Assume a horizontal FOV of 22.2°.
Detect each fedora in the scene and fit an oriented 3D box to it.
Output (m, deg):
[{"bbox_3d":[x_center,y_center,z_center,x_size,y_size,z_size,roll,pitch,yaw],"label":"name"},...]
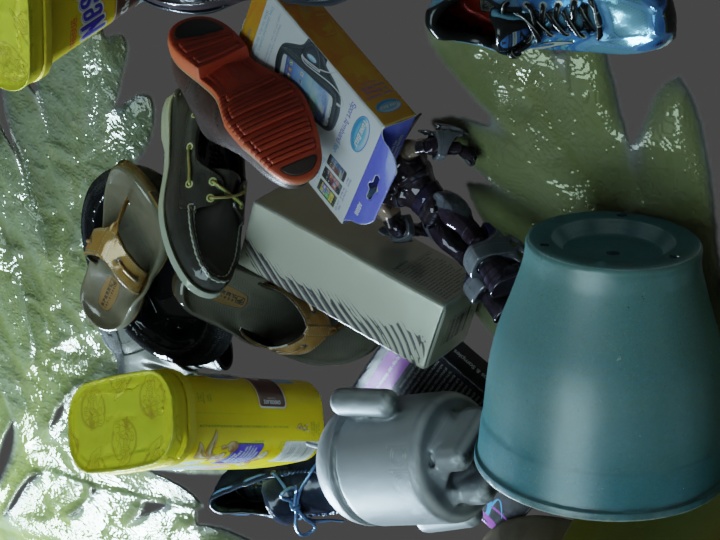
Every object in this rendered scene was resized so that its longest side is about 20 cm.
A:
[{"bbox_3d":[-0.167,-0.016,1.705,0.200,0.091,0.202,21,127,30],"label":"fedora"}]

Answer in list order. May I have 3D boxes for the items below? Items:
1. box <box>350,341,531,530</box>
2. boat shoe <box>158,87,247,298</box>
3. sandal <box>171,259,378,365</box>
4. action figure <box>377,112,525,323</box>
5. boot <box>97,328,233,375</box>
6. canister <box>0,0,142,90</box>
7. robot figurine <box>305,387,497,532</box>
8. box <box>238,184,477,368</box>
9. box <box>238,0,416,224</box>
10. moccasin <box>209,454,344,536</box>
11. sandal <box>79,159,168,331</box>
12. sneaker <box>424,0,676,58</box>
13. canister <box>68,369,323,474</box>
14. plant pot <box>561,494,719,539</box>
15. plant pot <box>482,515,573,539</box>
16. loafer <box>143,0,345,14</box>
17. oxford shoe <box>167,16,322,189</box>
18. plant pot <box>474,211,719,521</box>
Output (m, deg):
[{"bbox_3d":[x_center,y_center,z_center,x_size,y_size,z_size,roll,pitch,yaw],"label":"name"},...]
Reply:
[{"bbox_3d":[0.090,0.137,1.652,0.200,0.036,0.143,42,140,8],"label":"box"},{"bbox_3d":[-0.131,-0.077,1.582,0.060,0.071,0.202,-30,58,40],"label":"boat shoe"},{"bbox_3d":[-0.069,0.037,1.618,0.199,0.055,0.082,21,102,-21],"label":"sandal"},{"bbox_3d":[0.066,-0.048,1.506,0.200,0.069,0.130,49,148,20],"label":"action figure"},{"bbox_3d":[-0.181,0.096,1.831,0.130,0.068,0.201,-1,121,34],"label":"boot"},{"bbox_3d":[-0.236,-0.257,1.496,0.086,0.200,0.149,26,135,22],"label":"canister"},{"bbox_3d":[0.040,0.165,1.603,0.199,0.113,0.170,-10,121,45],"label":"robot figurine"},{"bbox_3d":[0.000,0.000,1.578,0.199,0.082,0.069,29,121,21],"label":"box"},{"bbox_3d":[-0.029,-0.134,1.499,0.200,0.041,0.119,50,142,21],"label":"box"},{"bbox_3d":[-0.069,0.228,1.832,0.199,0.068,0.081,-13,112,45],"label":"moccasin"},{"bbox_3d":[-0.220,-0.011,1.645,0.080,0.054,0.201,40,134,14],"label":"sandal"},{"bbox_3d":[0.134,-0.179,1.327,0.199,0.090,0.079,8,126,35],"label":"sneaker"},{"bbox_3d":[-0.151,0.144,1.720,0.148,0.199,0.087,-13,77,41],"label":"canister"},{"bbox_3d":[0.290,0.259,1.471,0.176,0.200,0.201,-20,107,35],"label":"plant pot"},{"bbox_3d":[0.164,0.347,1.625,0.199,0.174,0.201,18,136,18],"label":"plant pot"},{"bbox_3d":[-0.099,-0.246,1.457,0.199,0.072,0.063,2,168,20],"label":"loafer"},{"bbox_3d":[-0.092,-0.126,1.505,0.200,0.071,0.073,53,153,35],"label":"oxford shoe"},{"bbox_3d":[0.188,0.061,1.406,0.199,0.200,0.189,13,114,32],"label":"plant pot"}]
